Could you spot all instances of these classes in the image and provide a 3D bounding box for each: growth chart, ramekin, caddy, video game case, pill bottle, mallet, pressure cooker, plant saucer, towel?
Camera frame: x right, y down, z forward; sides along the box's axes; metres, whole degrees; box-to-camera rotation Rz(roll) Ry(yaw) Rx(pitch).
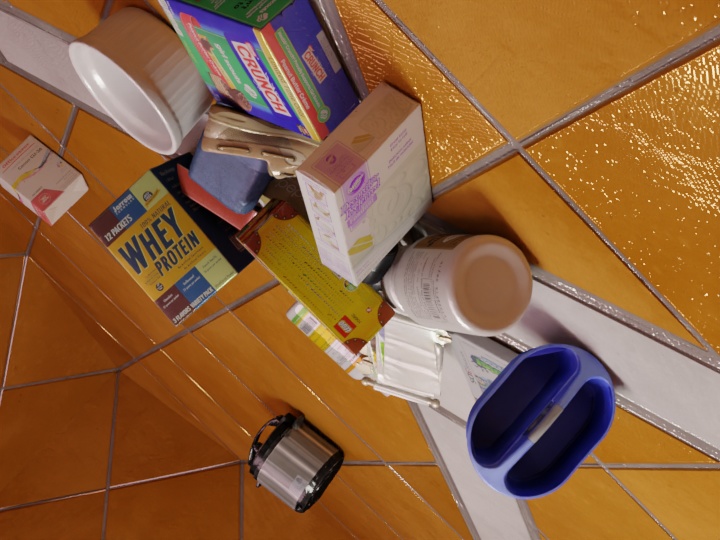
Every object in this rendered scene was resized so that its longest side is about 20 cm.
[{"bbox_3d":[0.061,0.119,1.748,0.144,0.018,0.200,22,138,15],"label":"growth chart"},{"bbox_3d":[-0.296,-0.265,1.693,0.200,0.098,0.201,38,160,16],"label":"ramekin"},{"bbox_3d":[0.216,0.180,1.495,0.141,0.200,0.105,41,178,-2],"label":"caddy"},{"bbox_3d":[0.216,0.164,1.710,0.200,0.024,0.182,28,157,37],"label":"video game case"},{"bbox_3d":[0.106,0.014,1.459,0.114,0.114,0.200,49,163,-18],"label":"pill bottle"},{"bbox_3d":[-0.015,-0.070,1.531,0.200,0.041,0.066,58,143,33],"label":"mallet"},{"bbox_3d":[-0.006,0.094,1.870,0.200,0.111,0.111,43,162,-1],"label":"pill bottle"},{"bbox_3d":[-0.159,0.434,2.832,0.200,0.176,0.179,35,157,11],"label":"pressure cooker"},{"bbox_3d":[-0.162,-0.072,1.820,0.200,0.037,0.199,32,180,40],"label":"plant saucer"},{"bbox_3d":[-0.151,-0.166,1.604,0.112,0.049,0.200,40,137,5],"label":"towel"}]

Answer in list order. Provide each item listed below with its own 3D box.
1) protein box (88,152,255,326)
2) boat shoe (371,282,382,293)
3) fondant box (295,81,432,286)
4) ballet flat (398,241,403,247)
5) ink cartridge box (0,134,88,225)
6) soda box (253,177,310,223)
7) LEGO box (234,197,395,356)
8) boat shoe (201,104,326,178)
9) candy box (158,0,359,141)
[{"bbox_3d":[-0.274,-0.053,1.897,0.200,0.135,0.199,49,-164,-4],"label":"protein box"},{"bbox_3d":[0.000,0.000,1.730,0.200,0.060,0.076,34,159,25],"label":"boat shoe"},{"bbox_3d":[0.009,-0.092,1.376,0.058,0.144,0.200,34,160,25],"label":"fondant box"},{"bbox_3d":[0.039,-0.018,1.588,0.200,0.075,0.068,46,174,-10],"label":"ballet flat"},{"bbox_3d":[-0.689,-0.202,2.604,0.200,0.117,0.068,35,161,19],"label":"ink cartridge box"},{"bbox_3d":[-0.101,-0.104,1.695,0.200,0.068,0.064,31,158,30],"label":"soda box"},{"bbox_3d":[-0.060,0.004,1.572,0.200,0.077,0.149,46,176,-10],"label":"LEGO box"},{"bbox_3d":[-0.092,-0.144,1.494,0.199,0.065,0.071,17,-172,-2],"label":"boat shoe"},{"bbox_3d":[-0.117,-0.249,1.394,0.200,0.077,0.169,25,155,41],"label":"candy box"}]
